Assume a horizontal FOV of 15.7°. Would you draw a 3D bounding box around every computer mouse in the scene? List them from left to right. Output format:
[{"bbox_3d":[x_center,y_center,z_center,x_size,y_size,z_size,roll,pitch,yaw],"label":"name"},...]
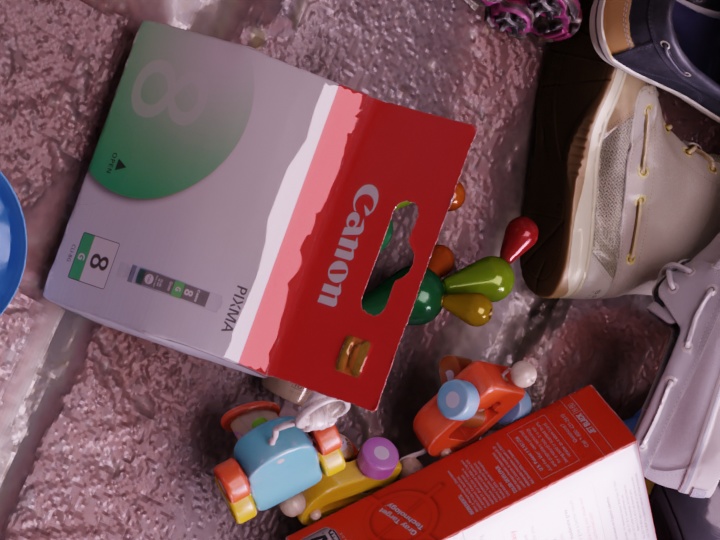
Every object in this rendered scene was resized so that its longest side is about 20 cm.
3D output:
[{"bbox_3d":[0.253,0.184,1.597,0.139,0.046,0.201,-19,126,-9],"label":"computer mouse"}]

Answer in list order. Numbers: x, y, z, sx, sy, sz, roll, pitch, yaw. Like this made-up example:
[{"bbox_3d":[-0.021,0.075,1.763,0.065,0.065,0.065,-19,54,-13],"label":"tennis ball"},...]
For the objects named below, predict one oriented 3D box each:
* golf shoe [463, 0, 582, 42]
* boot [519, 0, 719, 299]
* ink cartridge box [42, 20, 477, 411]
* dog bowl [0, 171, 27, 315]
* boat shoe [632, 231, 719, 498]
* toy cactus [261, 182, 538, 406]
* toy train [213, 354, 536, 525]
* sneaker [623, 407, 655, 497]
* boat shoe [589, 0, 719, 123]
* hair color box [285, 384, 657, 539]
[{"bbox_3d":[0.058,-0.216,1.485,0.200,0.072,0.093,36,59,-33],"label":"golf shoe"},{"bbox_3d":[0.183,-0.076,1.564,0.154,0.072,0.202,7,98,-29],"label":"boot"},{"bbox_3d":[-0.056,-0.031,1.367,0.050,0.199,0.162,27,81,-56],"label":"ink cartridge box"},{"bbox_3d":[-0.265,0.012,1.336,0.200,0.049,0.112,-41,113,-20],"label":"dog bowl"},{"bbox_3d":[0.200,0.029,1.529,0.068,0.072,0.202,16,90,3],"label":"boat shoe"},{"bbox_3d":[0.000,0.000,1.468,0.199,0.102,0.166,23,94,-38],"label":"toy cactus"},{"bbox_3d":[0.000,0.082,1.452,0.150,0.056,0.199,-45,151,27],"label":"toy train"},{"bbox_3d":[0.203,0.099,1.609,0.199,0.066,0.079,-3,67,-21],"label":"sneaker"},{"bbox_3d":[0.219,-0.125,1.509,0.199,0.062,0.075,15,79,-39],"label":"boat shoe"},{"bbox_3d":[0.066,0.157,1.491,0.199,0.061,0.102,-26,131,-12],"label":"hair color box"}]
